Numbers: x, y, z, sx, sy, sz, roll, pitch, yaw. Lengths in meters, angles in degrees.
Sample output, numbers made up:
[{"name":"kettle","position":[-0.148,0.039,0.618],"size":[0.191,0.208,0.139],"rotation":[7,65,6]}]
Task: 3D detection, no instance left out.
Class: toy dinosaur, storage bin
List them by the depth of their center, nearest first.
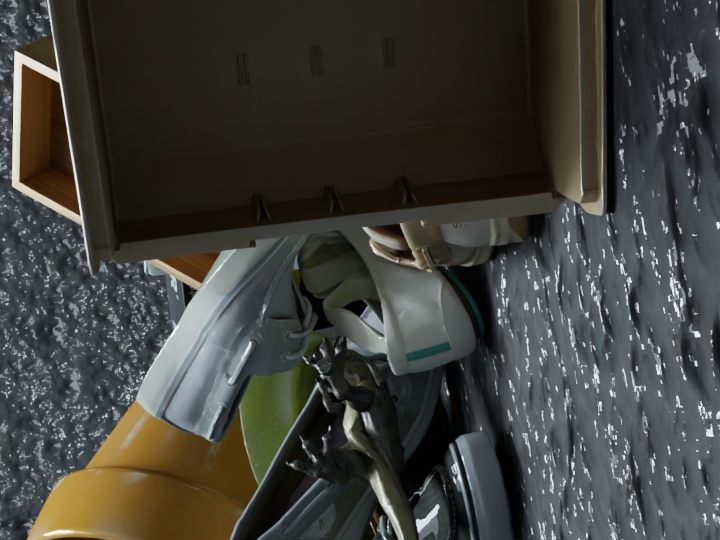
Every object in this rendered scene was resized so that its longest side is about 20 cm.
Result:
[{"name":"storage bin","position":[-0.016,-0.103,0.661],"size":[0.094,0.199,0.199],"rotation":[-111,16,-66]},{"name":"toy dinosaur","position":[-0.001,0.093,0.937],"size":[0.088,0.047,0.200],"rotation":[48,-160,-42]}]

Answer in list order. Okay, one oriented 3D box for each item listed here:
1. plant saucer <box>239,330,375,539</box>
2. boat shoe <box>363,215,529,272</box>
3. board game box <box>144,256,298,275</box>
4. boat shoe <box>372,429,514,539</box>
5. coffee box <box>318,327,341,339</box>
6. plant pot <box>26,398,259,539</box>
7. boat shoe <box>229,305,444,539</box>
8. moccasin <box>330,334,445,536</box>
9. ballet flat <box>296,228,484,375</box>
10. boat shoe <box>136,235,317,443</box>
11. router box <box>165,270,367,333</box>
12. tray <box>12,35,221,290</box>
[{"name":"plant saucer","position":[-0.012,0.126,1.200],"size":[0.200,0.031,0.201],"rotation":[44,-147,-38]},{"name":"boat shoe","position":[0.032,-0.035,0.866],"size":[0.200,0.069,0.074],"rotation":[141,120,-84]},{"name":"board game box","position":[-0.070,-0.100,1.100],"size":[0.064,0.147,0.201],"rotation":[-100,9,-59]},{"name":"boat shoe","position":[0.042,0.160,0.983],"size":[0.200,0.071,0.072],"rotation":[94,167,-53]},{"name":"coffee box","position":[-0.035,0.025,1.411],"size":[0.114,0.079,0.201],"rotation":[-125,28,-74]},{"name":"plant pot","position":[-0.110,0.159,1.221],"size":[0.201,0.199,0.184],"rotation":[93,-165,-55]},{"name":"boat shoe","position":[-0.013,0.098,1.053],"size":[0.074,0.065,0.203],"rotation":[18,76,50]},{"name":"moccasin","position":[0.018,0.114,1.137],"size":[0.202,0.073,0.078],"rotation":[-119,38,-48]},{"name":"ballet flat","position":[0.000,0.000,0.999],"size":[0.200,0.069,0.070],"rotation":[-134,35,-55]},{"name":"boat shoe","position":[-0.061,0.028,0.985],"size":[0.201,0.071,0.070],"rotation":[-55,5,43]},{"name":"router box","position":[-0.067,-0.048,1.267],"size":[0.052,0.157,0.201],"rotation":[-136,38,-58]},{"name":"tray","position":[-0.125,-0.058,1.050],"size":[0.199,0.037,0.099],"rotation":[27,129,24]}]
